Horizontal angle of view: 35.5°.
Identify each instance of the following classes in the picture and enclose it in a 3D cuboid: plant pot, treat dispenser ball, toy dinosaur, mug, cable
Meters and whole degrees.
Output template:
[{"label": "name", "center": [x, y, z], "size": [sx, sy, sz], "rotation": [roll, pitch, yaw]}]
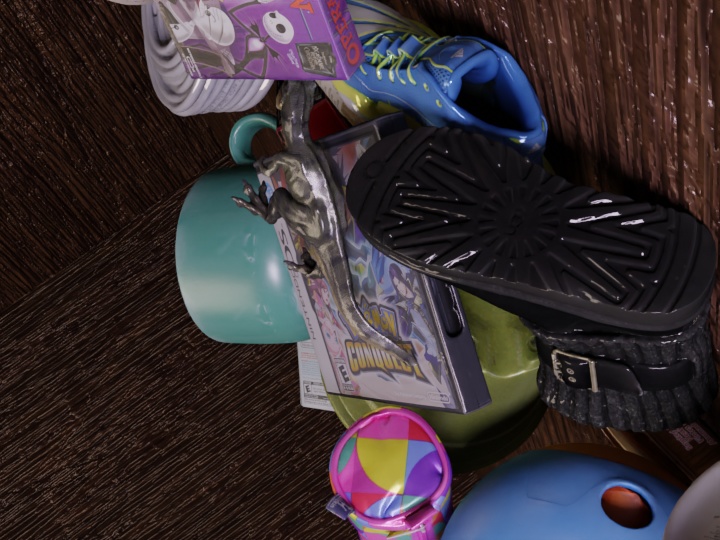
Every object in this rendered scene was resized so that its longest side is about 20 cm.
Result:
[{"label": "plant pot", "center": [0.079, 0.039, 0.833], "size": [0.200, 0.200, 0.190], "rotation": [53, 162, 9]}, {"label": "treat dispenser ball", "center": [0.146, 0.214, 0.739], "size": [0.201, 0.201, 0.201], "rotation": [53, 175, 7]}, {"label": "toy dinosaur", "center": [-0.031, -0.029, 0.703], "size": [0.088, 0.047, 0.200], "rotation": [-9, 103, 57]}, {"label": "mug", "center": [-0.072, -0.028, 0.957], "size": [0.152, 0.114, 0.185], "rotation": [-52, -45, -52]}, {"label": "cable", "center": [-0.100, -0.206, 0.786], "size": [0.200, 0.069, 0.200], "rotation": [16, 102, 63]}]

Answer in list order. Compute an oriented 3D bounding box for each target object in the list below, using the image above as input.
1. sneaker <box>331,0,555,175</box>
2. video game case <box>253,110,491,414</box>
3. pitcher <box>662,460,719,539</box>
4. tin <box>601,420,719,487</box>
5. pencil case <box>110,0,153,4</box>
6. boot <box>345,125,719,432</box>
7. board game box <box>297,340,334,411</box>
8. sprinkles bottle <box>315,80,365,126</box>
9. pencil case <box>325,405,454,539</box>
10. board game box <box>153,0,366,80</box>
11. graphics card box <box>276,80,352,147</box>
[{"label": "sneaker", "center": [0.046, -0.119, 0.665], "size": [0.200, 0.076, 0.105], "rotation": [45, 160, 20]}, {"label": "video game case", "center": [0.000, 0.000, 0.740], "size": [0.200, 0.025, 0.181], "rotation": [-5, 104, 65]}, {"label": "pitcher", "center": [0.249, 0.173, 0.513], "size": [0.200, 0.121, 0.172], "rotation": [44, 156, -9]}, {"label": "tin", "center": [0.225, 0.134, 0.799], "size": [0.200, 0.042, 0.112], "rotation": [49, 169, 38]}, {"label": "pencil case", "center": [-0.122, -0.259, 0.656], "size": [0.078, 0.090, 0.200], "rotation": [20, 133, -5]}, {"label": "boot", "center": [0.097, 0.012, 0.627], "size": [0.211, 0.080, 0.158], "rotation": [25, 161, 25]}, {"label": "board game box", "center": [0.010, 0.031, 1.048], "size": [0.147, 0.064, 0.200], "rotation": [3, 100, 38]}, {"label": "sprinkles bottle", "center": [-0.003, -0.152, 0.820], "size": [0.200, 0.068, 0.068], "rotation": [53, 175, 15]}, {"label": "pencil case", "center": [0.028, 0.166, 0.803], "size": [0.088, 0.088, 0.200], "rotation": [52, 172, 23]}, {"label": "board game box", "center": [-0.081, -0.191, 0.607], "size": [0.120, 0.032, 0.200], "rotation": [3, 135, 30]}, {"label": "graphics card box", "center": [-0.019, -0.107, 0.939], "size": [0.126, 0.051, 0.200], "rotation": [55, -171, -21]}]
